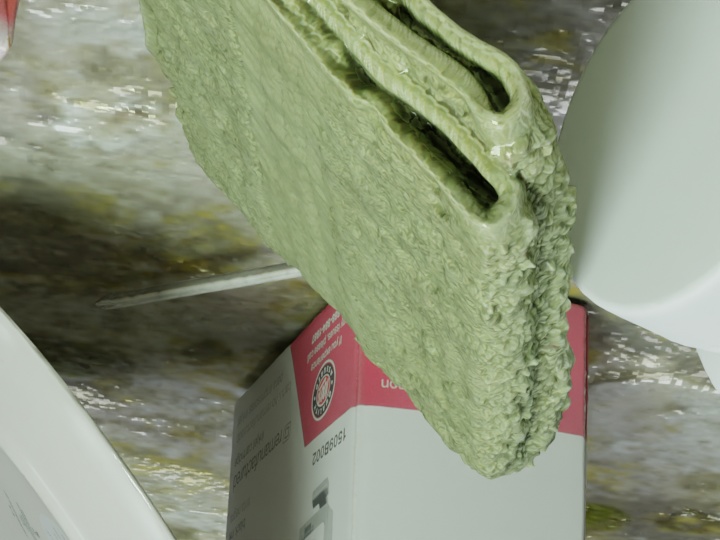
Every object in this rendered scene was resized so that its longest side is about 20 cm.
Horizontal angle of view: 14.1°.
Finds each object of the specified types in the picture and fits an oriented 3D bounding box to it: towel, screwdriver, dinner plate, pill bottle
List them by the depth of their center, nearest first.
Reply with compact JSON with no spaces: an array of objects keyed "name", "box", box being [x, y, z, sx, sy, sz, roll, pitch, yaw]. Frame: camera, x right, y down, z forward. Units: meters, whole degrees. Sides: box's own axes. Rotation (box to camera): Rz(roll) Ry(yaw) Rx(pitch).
[{"name":"towel","box":[-0.001,-0.032,0.688,0.036,0.149,0.200,-37,159,-12]},{"name":"pill bottle","box":[0.150,-0.003,0.713,0.199,0.121,0.119,22,153,-32]},{"name":"screwdriver","box":[0.000,0.000,0.864,0.199,0.029,0.028,-15,150,29]},{"name":"dinner plate","box":[-0.099,0.073,0.905,0.200,0.024,0.201,46,161,21]}]

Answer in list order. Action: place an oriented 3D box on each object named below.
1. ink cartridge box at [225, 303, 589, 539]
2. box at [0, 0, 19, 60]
[{"name":"ink cartridge box","box":[0.010,0.121,0.932,0.082,0.201,0.147,10,157,-17]},{"name":"box","box":[-0.148,-0.067,0.664,0.102,0.095,0.200,16,155,-21]}]
